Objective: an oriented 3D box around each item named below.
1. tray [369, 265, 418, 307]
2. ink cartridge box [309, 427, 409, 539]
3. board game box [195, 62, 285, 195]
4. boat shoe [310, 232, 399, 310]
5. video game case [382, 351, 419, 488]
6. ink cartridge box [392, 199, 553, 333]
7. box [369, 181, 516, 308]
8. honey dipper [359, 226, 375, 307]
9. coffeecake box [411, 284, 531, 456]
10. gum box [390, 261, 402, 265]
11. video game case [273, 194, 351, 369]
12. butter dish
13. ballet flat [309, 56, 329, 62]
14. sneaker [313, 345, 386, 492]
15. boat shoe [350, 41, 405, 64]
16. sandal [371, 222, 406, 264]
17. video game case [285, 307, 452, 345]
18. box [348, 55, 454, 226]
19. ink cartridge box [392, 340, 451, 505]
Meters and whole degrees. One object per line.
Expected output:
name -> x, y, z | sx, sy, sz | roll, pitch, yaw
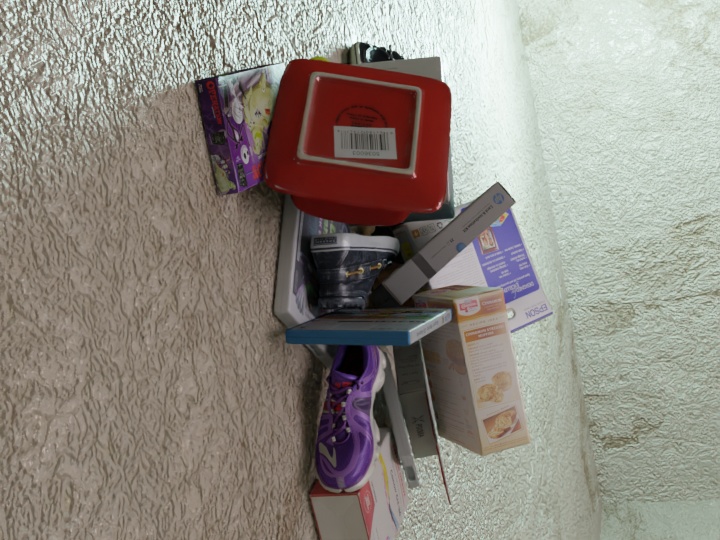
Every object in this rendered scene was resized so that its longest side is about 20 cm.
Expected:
tray -> 0.092, 0.041, 1.541 | 0.199, 0.037, 0.099 | -3, 86, -35
ink cartridge box -> 0.007, 0.274, 1.331 | 0.200, 0.067, 0.117 | -55, 135, -64
board game box -> -0.117, -0.160, 1.166 | 0.200, 0.032, 0.121 | -44, 130, -68
boat shoe -> -0.007, 0.003, 1.320 | 0.200, 0.071, 0.091 | 0, 88, -66
video game case -> 0.051, 0.207, 1.446 | 0.200, 0.017, 0.143 | 76, 0, -67
ink cartridge box -> 0.165, 0.003, 1.543 | 0.197, 0.047, 0.201 | -20, 89, -34
box -> 0.103, -0.025, 1.401 | 0.041, 0.200, 0.156 | 47, -10, 1
honey dipper -> 0.000, 0.000, 1.459 | 0.200, 0.038, 0.038 | -80, 156, -48
coffeecake box -> 0.141, 0.124, 1.391 | 0.153, 0.073, 0.201 | -175, -106, -73
gum box -> 0.074, -0.033, 1.636 | 0.113, 0.066, 0.201 | 15, 70, -71
video game case -> -0.054, -0.003, 1.309 | 0.182, 0.023, 0.201 | 54, 35, -57
butter dish -> -0.005, -0.123, 1.224 | 0.148, 0.199, 0.200 | 101, -3, -56
ballet flat -> -0.042, -0.171, 1.317 | 0.067, 0.067, 0.201 | -10, 84, -58
sneaker -> -0.021, 0.161, 1.253 | 0.084, 0.080, 0.201 | 63, 28, -56
boat shoe -> 0.032, -0.305, 1.609 | 0.200, 0.062, 0.075 | -5, 91, -70
sandal -> 0.040, -0.100, 1.545 | 0.043, 0.076, 0.201 | -111, -177, -84
video game case -> 0.015, 0.063, 1.237 | 0.200, 0.143, 0.018 | -17, 105, -71
box -> 0.044, -0.171, 1.437 | 0.106, 0.152, 0.201 | 43, 44, -78
ink cartridge box -> 0.087, 0.220, 1.529 | 0.200, 0.045, 0.177 | 75, 6, -52
